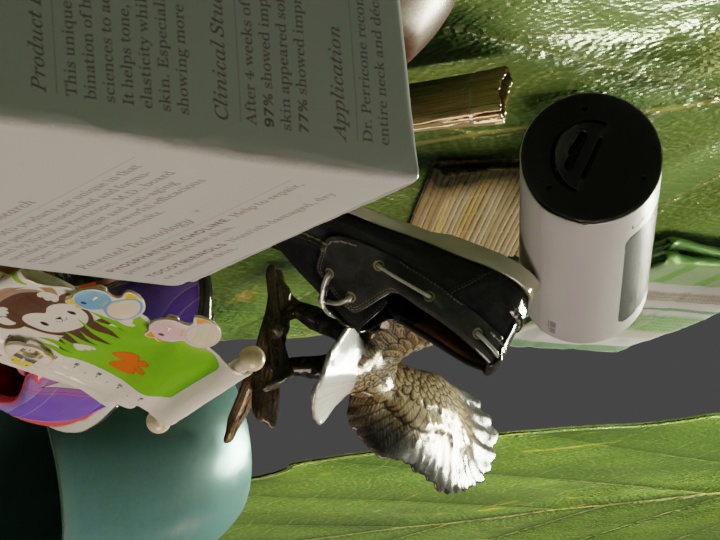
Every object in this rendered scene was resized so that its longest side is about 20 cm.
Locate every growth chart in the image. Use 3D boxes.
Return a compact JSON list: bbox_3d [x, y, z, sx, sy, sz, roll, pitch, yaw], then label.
[{"bbox_3d":[-0.159,0.035,1.420,0.200,0.018,0.145,19,152,-14],"label":"growth chart"}]

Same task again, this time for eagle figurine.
[{"bbox_3d":[0.025,0.055,1.806,0.200,0.151,0.152,10,151,-16],"label":"eagle figurine"}]

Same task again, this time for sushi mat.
[{"bbox_3d":[-0.022,-0.076,1.394,0.199,0.012,0.096,-8,-164,10],"label":"sushi mat"},{"bbox_3d":[0.079,-0.036,1.686,0.095,0.012,0.200,-4,165,-7],"label":"sushi mat"}]

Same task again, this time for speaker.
[{"bbox_3d":[0.130,-0.027,1.568,0.081,0.081,0.200,-6,158,1],"label":"speaker"}]

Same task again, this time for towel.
[{"bbox_3d":[0.196,0.015,1.903,0.149,0.031,0.200,4,160,-39],"label":"towel"}]

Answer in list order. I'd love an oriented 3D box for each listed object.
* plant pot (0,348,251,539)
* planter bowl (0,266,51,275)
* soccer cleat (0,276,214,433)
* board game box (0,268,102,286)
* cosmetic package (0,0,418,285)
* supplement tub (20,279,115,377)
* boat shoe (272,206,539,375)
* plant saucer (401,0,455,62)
[{"bbox_3d":[-0.171,0.127,1.872,0.161,0.201,0.201,-8,168,-28],"label":"plant pot"},{"bbox_3d":[-0.260,-0.038,1.408,0.200,0.084,0.200,-5,160,-2],"label":"planter bowl"},{"bbox_3d":[-0.148,0.041,1.502,0.073,0.068,0.200,11,155,-30],"label":"soccer cleat"},{"bbox_3d":[-0.152,-0.025,1.502,0.200,0.023,0.105,-12,-153,24],"label":"board game box"},{"bbox_3d":[-0.109,-0.101,1.077,0.200,0.168,0.166,8,161,-38],"label":"cosmetic package"},{"bbox_3d":[-0.213,0.023,1.625,0.200,0.107,0.107,0,164,-21],"label":"supplement tub"},{"bbox_3d":[0.000,0.000,1.583,0.200,0.068,0.072,21,168,10],"label":"boat shoe"},{"bbox_3d":[-0.048,-0.115,1.302,0.200,0.037,0.200,-6,165,-2],"label":"plant saucer"}]
